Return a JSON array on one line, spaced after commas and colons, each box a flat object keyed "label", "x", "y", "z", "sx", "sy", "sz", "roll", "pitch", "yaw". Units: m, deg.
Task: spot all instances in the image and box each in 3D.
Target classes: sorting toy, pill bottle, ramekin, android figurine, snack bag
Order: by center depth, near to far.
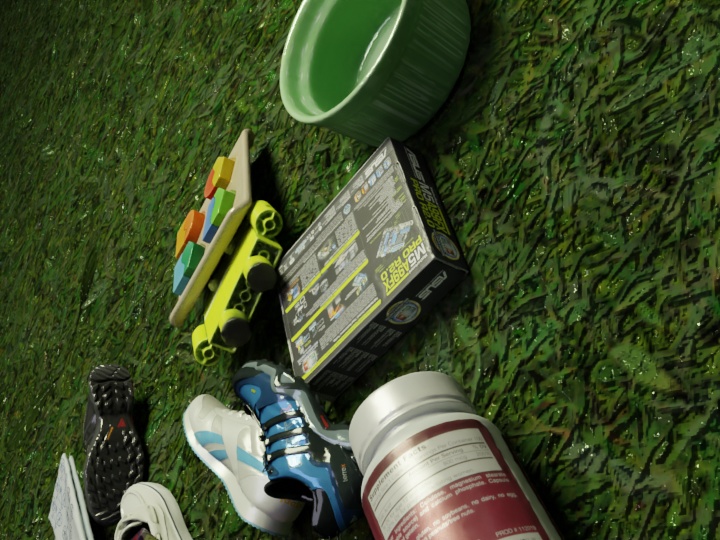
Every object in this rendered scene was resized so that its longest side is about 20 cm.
[{"label": "pill bottle", "x": 0.066, "y": 0.171, "z": 0.586, "sx": 0.115, "sy": 0.113, "sz": 0.201, "roll": -53, "pitch": 38, "yaw": 21}, {"label": "ramekin", "x": 0.016, "y": -0.222, "z": 0.866, "sx": 0.199, "sy": 0.097, "sz": 0.202, "roll": -28, "pitch": 52, "yaw": 43}, {"label": "android figurine", "x": -0.134, "y": 0.012, "z": 0.956, "sx": 0.183, "sy": 0.041, "sz": 0.200, "roll": -64, "pitch": 19, "yaw": 8}, {"label": "sorting toy", "x": -0.181, "y": -0.057, "z": 1.042, "sx": 0.186, "sy": 0.036, "sz": 0.201, "roll": -56, "pitch": 21, "yaw": 27}, {"label": "snack bag", "x": -0.373, "y": 0.368, "z": 1.109, "sx": 0.189, "sy": 0.021, "sz": 0.202, "roll": 45, "pitch": 125, "yaw": 53}]

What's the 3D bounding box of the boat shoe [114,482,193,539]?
[{"label": "boat shoe", "x": -0.239, "y": 0.296, "z": 0.969, "sx": 0.200, "sy": 0.065, "sz": 0.072, "roll": 38, "pitch": 104, "yaw": 53}]

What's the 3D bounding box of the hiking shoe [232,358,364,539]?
[{"label": "hiking shoe", "x": -0.061, "y": 0.146, "z": 0.750, "sx": 0.087, "sy": 0.075, "sz": 0.199, "roll": -42, "pitch": 45, "yaw": -19}]

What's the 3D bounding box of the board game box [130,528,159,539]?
[{"label": "board game box", "x": -0.226, "y": 0.351, "z": 0.884, "sx": 0.200, "sy": 0.120, "sz": 0.032, "roll": -46, "pitch": 14, "yaw": 29}]

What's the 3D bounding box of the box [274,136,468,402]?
[{"label": "box", "x": 0.000, "y": 0.000, "z": 0.822, "sx": 0.200, "sy": 0.044, "sz": 0.161, "roll": -47, "pitch": 41, "yaw": 29}]

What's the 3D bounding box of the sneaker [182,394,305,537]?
[{"label": "sneaker", "x": -0.106, "y": 0.172, "z": 0.859, "sx": 0.200, "sy": 0.076, "sz": 0.081, "roll": 35, "pitch": 94, "yaw": 47}]

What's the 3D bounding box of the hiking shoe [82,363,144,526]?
[{"label": "hiking shoe", "x": -0.317, "y": 0.228, "z": 1.120, "sx": 0.101, "sy": 0.075, "sz": 0.202, "roll": 126, "pitch": 143, "yaw": -59}]
